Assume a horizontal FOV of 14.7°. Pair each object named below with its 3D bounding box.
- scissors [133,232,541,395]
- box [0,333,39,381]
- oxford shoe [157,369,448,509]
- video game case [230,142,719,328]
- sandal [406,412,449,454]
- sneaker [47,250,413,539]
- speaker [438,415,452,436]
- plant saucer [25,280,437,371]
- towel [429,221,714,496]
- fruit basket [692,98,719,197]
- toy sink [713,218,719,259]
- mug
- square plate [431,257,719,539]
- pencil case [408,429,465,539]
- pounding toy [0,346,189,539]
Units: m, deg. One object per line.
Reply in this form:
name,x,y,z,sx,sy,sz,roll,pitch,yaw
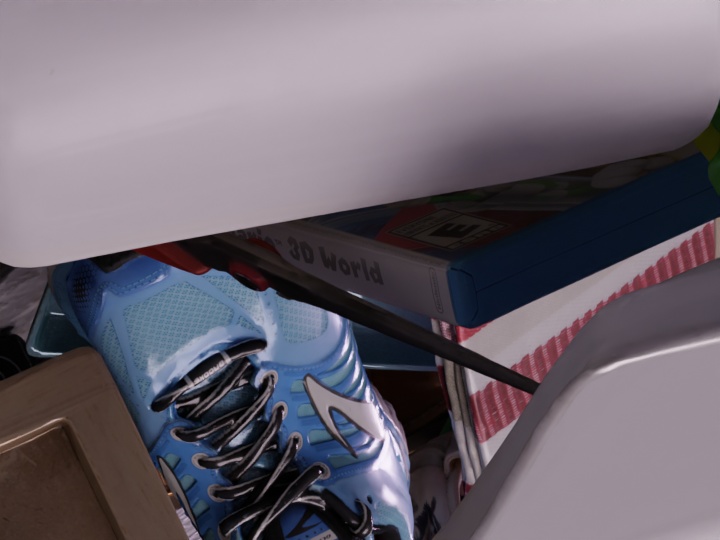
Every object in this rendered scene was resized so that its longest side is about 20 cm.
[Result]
scissors,-0.032,-0.004,0.640,0.014,0.200,0.073,-59,167,-19
box,-0.166,0.132,0.856,0.200,0.132,0.115,-24,160,-26
oxford shoe,-0.017,0.024,0.941,0.200,0.071,0.071,-25,158,-21
video game case,0.022,-0.035,0.709,0.143,0.018,0.200,-24,-158,-29
sandal,0.021,0.059,1.082,0.200,0.082,0.055,-15,116,-61
sneaker,-0.022,0.048,0.805,0.078,0.090,0.200,-26,139,6
speaker,0.102,0.057,1.050,0.088,0.088,0.200,-42,170,29
plant saucer,0.000,0.000,0.846,0.200,0.019,0.070,2,131,-26
towel,0.083,0.010,0.849,0.144,0.023,0.200,-34,135,-22
fruit basket,0.132,-0.096,0.590,0.216,0.156,0.216,-6,-173,1
toy sink,0.163,-0.040,0.768,0.200,0.112,0.130,-56,148,-42
mug,-0.028,-0.062,0.543,0.153,0.149,0.187,-19,151,-8
square plate,0.098,0.033,0.597,0.200,0.028,0.198,-13,157,-23
pencil case,-0.021,0.115,0.965,0.200,0.089,0.078,-24,-151,31
pounding toy,-0.090,0.134,0.750,0.200,0.184,0.142,-25,176,-16
